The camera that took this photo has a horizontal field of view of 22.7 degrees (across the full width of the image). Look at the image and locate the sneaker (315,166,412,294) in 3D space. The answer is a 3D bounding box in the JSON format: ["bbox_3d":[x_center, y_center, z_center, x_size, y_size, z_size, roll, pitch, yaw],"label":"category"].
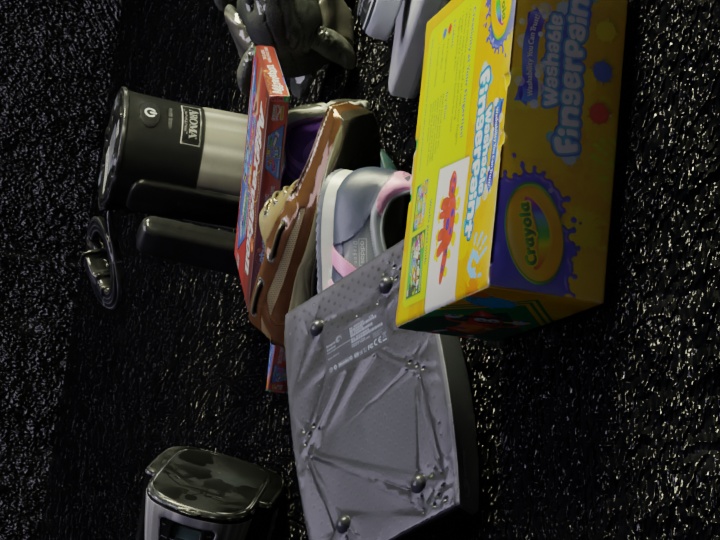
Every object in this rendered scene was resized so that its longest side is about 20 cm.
[{"bbox_3d":[0.018,0.026,1.269,0.082,0.070,0.201,-2,95,34],"label":"sneaker"}]

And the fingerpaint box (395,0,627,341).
[{"bbox_3d":[0.088,-0.069,1.054,0.167,0.073,0.201,148,130,-71],"label":"fingerpaint box"}]

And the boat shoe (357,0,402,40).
[{"bbox_3d":[0.010,-0.268,1.290,0.074,0.068,0.200,-124,43,-84],"label":"boat shoe"}]

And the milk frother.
[{"bbox_3d":[-0.160,-0.055,1.712,0.200,0.188,0.181,130,148,-61],"label":"milk frother"}]

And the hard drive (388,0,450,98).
[{"bbox_3d":[0.051,-0.222,1.287,0.200,0.026,0.132,110,168,-72],"label":"hard drive"}]

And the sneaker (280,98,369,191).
[{"bbox_3d":[-0.033,-0.081,1.534,0.200,0.080,0.084,115,143,-61],"label":"sneaker"}]

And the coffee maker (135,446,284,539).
[{"bbox_3d":[-0.151,0.262,1.589,0.192,0.134,0.200,-126,48,-70],"label":"coffee maker"}]

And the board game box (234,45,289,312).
[{"bbox_3d":[-0.084,-0.076,1.505,0.103,0.019,0.200,-111,25,-59],"label":"board game box"}]

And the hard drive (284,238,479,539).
[{"bbox_3d":[0.014,0.090,1.170,0.135,0.042,0.200,-33,50,31],"label":"hard drive"}]

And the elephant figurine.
[{"bbox_3d":[-0.069,-0.218,1.575,0.142,0.155,0.200,-51,16,17],"label":"elephant figurine"}]

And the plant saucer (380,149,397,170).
[{"bbox_3d":[0.000,0.000,1.412,0.200,0.027,0.201,-171,90,-74],"label":"plant saucer"}]

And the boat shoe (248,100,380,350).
[{"bbox_3d":[-0.043,-0.032,1.349,0.076,0.074,0.200,-18,-54,-59],"label":"boat shoe"}]

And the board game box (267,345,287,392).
[{"bbox_3d":[-0.061,0.024,1.530,0.200,0.019,0.103,106,170,-68],"label":"board game box"}]
